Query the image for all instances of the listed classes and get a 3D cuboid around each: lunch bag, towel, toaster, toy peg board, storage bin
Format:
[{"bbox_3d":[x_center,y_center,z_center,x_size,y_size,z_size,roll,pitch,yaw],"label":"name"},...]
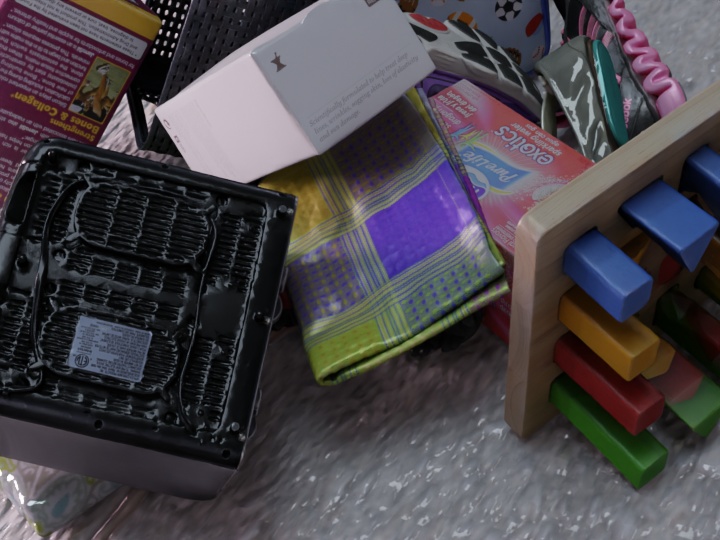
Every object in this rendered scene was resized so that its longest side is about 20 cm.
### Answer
[{"bbox_3d":[0.050,-0.211,1.169,0.198,0.162,0.076,-17,39,-9],"label":"lunch bag"},{"bbox_3d":[-0.194,0.078,1.006,0.171,0.048,0.199,-37,44,-20],"label":"towel"},{"bbox_3d":[0.007,-0.027,0.949,0.143,0.023,0.201,-29,45,9],"label":"towel"},{"bbox_3d":[-0.148,0.031,0.897,0.198,0.119,0.183,13,64,-6],"label":"toaster"},{"bbox_3d":[0.191,0.012,0.852,0.199,0.200,0.098,-34,58,-21],"label":"toy peg board"},{"bbox_3d":[-0.112,-0.197,1.166,0.093,0.201,0.136,9,33,-23],"label":"storage bin"}]

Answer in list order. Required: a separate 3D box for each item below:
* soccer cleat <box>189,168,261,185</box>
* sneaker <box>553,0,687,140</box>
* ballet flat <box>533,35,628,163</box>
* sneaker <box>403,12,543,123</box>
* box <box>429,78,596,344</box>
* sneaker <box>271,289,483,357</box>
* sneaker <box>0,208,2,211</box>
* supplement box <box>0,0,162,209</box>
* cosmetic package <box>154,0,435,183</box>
[{"bbox_3d":[-0.131,-0.044,1.123,0.197,0.068,0.082,-5,64,5],"label":"soccer cleat"},{"bbox_3d":[0.177,-0.153,1.125,0.095,0.079,0.201,-29,50,8],"label":"sneaker"},{"bbox_3d":[0.165,-0.072,1.029,0.063,0.067,0.202,-23,60,20],"label":"ballet flat"},{"bbox_3d":[0.052,-0.145,1.123,0.198,0.084,0.081,14,32,-26],"label":"sneaker"},{"bbox_3d":[0.098,-0.034,0.996,0.094,0.103,0.200,-30,42,-18],"label":"box"},{"bbox_3d":[0.000,0.000,1.012,0.198,0.071,0.098,9,47,29],"label":"sneaker"},{"bbox_3d":[-0.252,-0.021,1.064,0.086,0.076,0.199,-32,11,-23],"label":"sneaker"},{"bbox_3d":[-0.269,-0.151,1.159,0.201,0.130,0.103,-58,42,11],"label":"supplement box"},{"bbox_3d":[-0.050,-0.122,1.001,0.113,0.082,0.200,-38,13,-22],"label":"cosmetic package"}]
